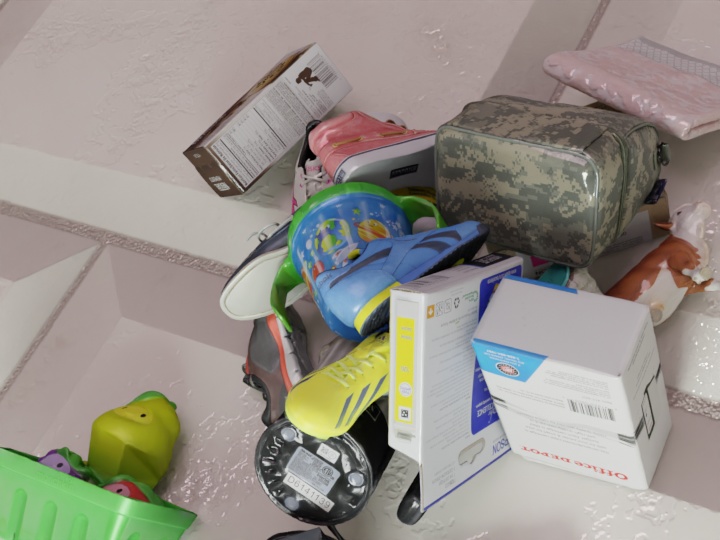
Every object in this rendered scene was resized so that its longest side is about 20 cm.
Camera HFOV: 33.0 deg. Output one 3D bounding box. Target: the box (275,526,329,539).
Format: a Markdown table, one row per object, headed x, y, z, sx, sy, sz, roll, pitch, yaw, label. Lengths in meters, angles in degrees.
| x | y | z | sx | sy | sz | roll | pitch | yaw | label |
| --- | --- | --- | --- | --- | --- | --- | --- | --- | --- |
| -0.103 | 0.329 | 1.140 | 0.199 | 0.141 | 0.079 | -18 | 51 | 8 | box |

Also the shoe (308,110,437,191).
| x | y | z | sx | sy | sz | roll | pitch | yaw | label |
| --- | --- | --- | --- | --- | --- | --- | --- | --- | --- |
| 0.044 | -0.138 | 1.333 | 0.199 | 0.072 | 0.091 | -14 | 49 | -28 | shoe |

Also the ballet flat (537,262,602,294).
| x | y | z | sx | sy | sz | roll | pitch | yaw | label |
| --- | --- | --- | --- | --- | --- | --- | --- | --- | --- |
| 0.173 | 0.072 | 1.258 | 0.200 | 0.072 | 0.072 | -46 | 45 | 24 | ballet flat |

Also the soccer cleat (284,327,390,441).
| x | y | z | sx | sy | sz | roll | pitch | yaw | label |
| --- | --- | --- | --- | --- | --- | --- | --- | --- | --- |
| 0.000 | 0.091 | 1.099 | 0.065 | 0.200 | 0.084 | 40 | 119 | 16 | soccer cleat |

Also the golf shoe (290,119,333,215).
| x | y | z | sx | sy | sz | roll | pitch | yaw | label |
| --- | --- | --- | --- | --- | --- | --- | --- | --- | --- |
| -0.055 | -0.088 | 1.464 | 0.072 | 0.092 | 0.201 | -10 | 53 | 13 | golf shoe |

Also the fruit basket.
| x | y | z | sx | sy | sz | roll | pitch | yaw | label |
| --- | --- | --- | --- | --- | --- | --- | --- | --- | --- |
| -0.271 | 0.216 | 1.301 | 0.214 | 0.155 | 0.217 | -9 | 69 | 24 | fruit basket |

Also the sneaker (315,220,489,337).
| x | y | z | sx | sy | sz | roll | pitch | yaw | label |
| --- | --- | --- | --- | --- | --- | --- | --- | --- | --- |
| 0.042 | -0.013 | 1.150 | 0.200 | 0.066 | 0.078 | -30 | 64 | -37 | sneaker |

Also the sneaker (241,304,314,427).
| x | y | z | sx | sy | sz | roll | pitch | yaw | label |
| --- | --- | --- | --- | --- | --- | --- | --- | --- | --- |
| -0.105 | 0.090 | 1.366 | 0.082 | 0.077 | 0.201 | -30 | 46 | 12 | sneaker |

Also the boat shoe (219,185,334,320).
| x | y | z | sx | sy | sz | roll | pitch | yaw | label |
| --- | --- | --- | --- | --- | --- | --- | --- | --- | --- |
| -0.075 | -0.025 | 1.333 | 0.200 | 0.075 | 0.062 | -42 | 36 | 5 | boat shoe |

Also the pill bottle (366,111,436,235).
| x | y | z | sx | sy | sz | roll | pitch | yaw | label |
| --- | --- | --- | --- | --- | --- | --- | --- | --- | --- |
| 0.036 | -0.086 | 1.411 | 0.112 | 0.113 | 0.201 | -20 | 51 | 7 | pill bottle |

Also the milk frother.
| x | y | z | sx | sy | sz | roll | pitch | yaw | label |
| --- | --- | --- | --- | --- | --- | --- | --- | --- | --- |
| -0.027 | 0.197 | 1.222 | 0.200 | 0.181 | 0.188 | -39 | 6 | 28 | milk frother |

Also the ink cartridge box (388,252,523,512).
| x | y | z | sx | sy | sz | roll | pitch | yaw | label |
| --- | --- | --- | --- | --- | --- | --- | --- | --- | --- |
| 0.091 | 0.098 | 1.145 | 0.047 | 0.201 | 0.197 | 11 | 15 | 30 | ink cartridge box |

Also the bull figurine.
| x | y | z | sx | sy | sz | roll | pitch | yaw | label |
| --- | --- | --- | --- | --- | --- | --- | --- | --- | --- |
| 0.310 | 0.016 | 1.245 | 0.200 | 0.065 | 0.121 | -46 | 22 | -4 | bull figurine |

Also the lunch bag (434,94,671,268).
| x | y | z | sx | sy | sz | roll | pitch | yaw | label |
| --- | --- | --- | --- | --- | --- | --- | --- | --- | --- |
| 0.197 | -0.108 | 1.249 | 0.199 | 0.140 | 0.168 | 16 | 39 | 31 | lunch bag |

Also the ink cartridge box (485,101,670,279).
| x | y | z | sx | sy | sz | roll | pitch | yaw | label |
| --- | --- | --- | --- | --- | --- | --- | --- | --- | --- |
| 0.227 | -0.090 | 1.361 | 0.199 | 0.075 | 0.165 | -17 | 52 | 8 | ink cartridge box |

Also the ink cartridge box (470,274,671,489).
| x | y | z | sx | sy | sz | roll | pitch | yaw | label |
| --- | --- | --- | --- | --- | --- | --- | --- | --- | --- |
| 0.203 | 0.108 | 1.143 | 0.145 | 0.200 | 0.085 | 13 | 58 | 29 | ink cartridge box |

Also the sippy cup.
| x | y | z | sx | sy | sz | roll | pitch | yaw | label |
| --- | --- | --- | --- | --- | --- | --- | --- | --- | --- |
| 0.000 | 0.000 | 1.247 | 0.178 | 0.139 | 0.131 | -60 | 28 | 27 | sippy cup |

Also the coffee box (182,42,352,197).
| x | y | z | sx | sy | sz | roll | pitch | yaw | label |
| --- | --- | --- | --- | --- | --- | --- | --- | --- | --- |
| -0.119 | -0.189 | 1.543 | 0.200 | 0.080 | 0.113 | -45 | 17 | -14 | coffee box |

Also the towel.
| x | y | z | sx | sy | sz | roll | pitch | yaw | label |
| --- | --- | --- | --- | --- | --- | --- | --- | --- | --- |
| 0.337 | -0.212 | 1.373 | 0.190 | 0.032 | 0.200 | -20 | 40 | -39 | towel |
